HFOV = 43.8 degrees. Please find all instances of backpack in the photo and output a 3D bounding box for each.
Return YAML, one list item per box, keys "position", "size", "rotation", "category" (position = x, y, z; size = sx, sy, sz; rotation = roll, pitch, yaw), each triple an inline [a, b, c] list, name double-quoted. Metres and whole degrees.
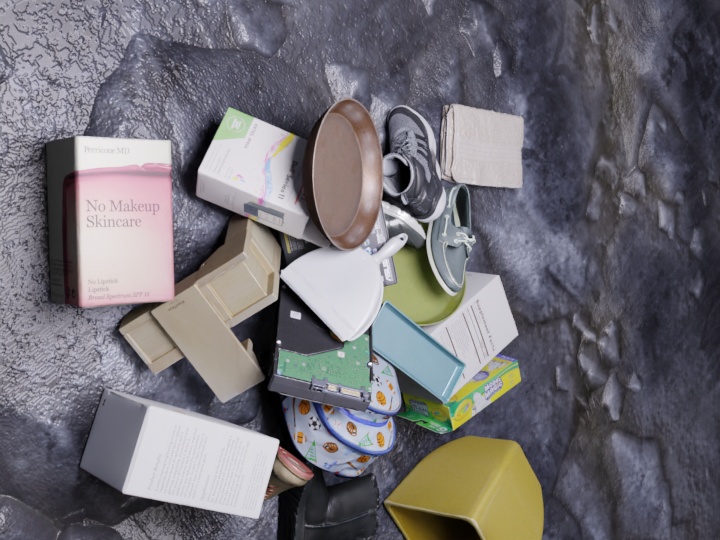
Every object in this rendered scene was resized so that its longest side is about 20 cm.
- position: [-0.028, 0.192, 1.290]
  size: [0.198, 0.154, 0.193]
  rotation: [18, 46, -37]
  category: "backpack"

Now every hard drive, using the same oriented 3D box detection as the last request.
- position: [-0.051, 0.092, 1.218]
  size: [0.137, 0.038, 0.202]
  rotation: [14, 40, -13]
  category: "hard drive"

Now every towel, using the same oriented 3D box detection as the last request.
- position: [0.217, -0.215, 1.568]
  size: [0.197, 0.034, 0.135]
  rotation: [0, 93, -38]
  category: "towel"

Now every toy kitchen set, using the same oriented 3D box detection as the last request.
- position: [-0.191, 0.055, 1.238]
  size: [0.198, 0.181, 0.164]
  rotation: [-30, 112, 10]
  category: "toy kitchen set"

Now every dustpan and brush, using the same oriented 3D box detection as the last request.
- position: [0.000, 0.000, 1.252]
  size: [0.200, 0.057, 0.139]
  rotation: [-41, 76, -21]
  category: "dustpan and brush"

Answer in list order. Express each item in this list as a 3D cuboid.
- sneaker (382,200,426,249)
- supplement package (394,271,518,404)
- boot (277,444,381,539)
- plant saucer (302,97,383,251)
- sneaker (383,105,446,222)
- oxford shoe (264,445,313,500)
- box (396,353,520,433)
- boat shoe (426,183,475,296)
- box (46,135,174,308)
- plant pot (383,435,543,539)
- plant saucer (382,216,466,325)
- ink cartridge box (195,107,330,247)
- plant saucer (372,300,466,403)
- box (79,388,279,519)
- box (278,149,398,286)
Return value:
- position: [0.009, -0.073, 1.385]
  size: [0.198, 0.074, 0.086]
  rotation: [27, 87, -17]
  category: "sneaker"
- position: [0.142, 0.103, 1.470]
  size: [0.199, 0.120, 0.121]
  rotation: [-37, 116, -31]
  category: "supplement package"
- position: [-0.042, 0.340, 1.370]
  size: [0.160, 0.073, 0.202]
  rotation: [-1, 100, -36]
  category: "boot"
- position: [-0.026, -0.129, 1.208]
  size: [0.199, 0.034, 0.204]
  rotation: [-13, 105, -62]
  category: "plant saucer"
- position: [0.068, -0.178, 1.377]
  size: [0.113, 0.075, 0.203]
  rotation: [20, 51, -56]
  category: "sneaker"
- position: [-0.117, 0.288, 1.233]
  size: [0.070, 0.200, 0.075]
  rotation: [38, 72, -4]
  category: "oxford shoe"
- position: [0.159, 0.198, 1.492]
  size: [0.199, 0.116, 0.049]
  rotation: [-31, 117, -33]
  category: "box"
- position: [0.147, -0.055, 1.408]
  size: [0.073, 0.061, 0.203]
  rotation: [37, 40, -38]
  category: "boat shoe"
- position: [-0.310, -0.061, 1.112]
  size: [0.126, 0.108, 0.204]
  rotation: [-4, 95, -37]
  category: "box"
- position: [0.196, 0.391, 1.496]
  size: [0.200, 0.194, 0.196]
  rotation: [-49, 120, -36]
  category: "plant pot"
- position: [0.072, 0.004, 1.412]
  size: [0.196, 0.031, 0.203]
  rotation: [11, 56, -16]
  category: "plant saucer"
- position: [-0.111, -0.125, 1.219]
  size: [0.197, 0.067, 0.119]
  rotation: [22, 61, -4]
  category: "ink cartridge box"
- position: [0.081, 0.123, 1.335]
  size: [0.199, 0.019, 0.071]
  rotation: [39, 75, -32]
  category: "plant saucer"
- position: [-0.234, 0.238, 1.162]
  size: [0.198, 0.151, 0.108]
  rotation: [23, 79, -36]
  category: "box"
- position: [-0.041, -0.062, 1.313]
  size: [0.158, 0.049, 0.204]
  rotation: [-14, 99, -7]
  category: "box"
